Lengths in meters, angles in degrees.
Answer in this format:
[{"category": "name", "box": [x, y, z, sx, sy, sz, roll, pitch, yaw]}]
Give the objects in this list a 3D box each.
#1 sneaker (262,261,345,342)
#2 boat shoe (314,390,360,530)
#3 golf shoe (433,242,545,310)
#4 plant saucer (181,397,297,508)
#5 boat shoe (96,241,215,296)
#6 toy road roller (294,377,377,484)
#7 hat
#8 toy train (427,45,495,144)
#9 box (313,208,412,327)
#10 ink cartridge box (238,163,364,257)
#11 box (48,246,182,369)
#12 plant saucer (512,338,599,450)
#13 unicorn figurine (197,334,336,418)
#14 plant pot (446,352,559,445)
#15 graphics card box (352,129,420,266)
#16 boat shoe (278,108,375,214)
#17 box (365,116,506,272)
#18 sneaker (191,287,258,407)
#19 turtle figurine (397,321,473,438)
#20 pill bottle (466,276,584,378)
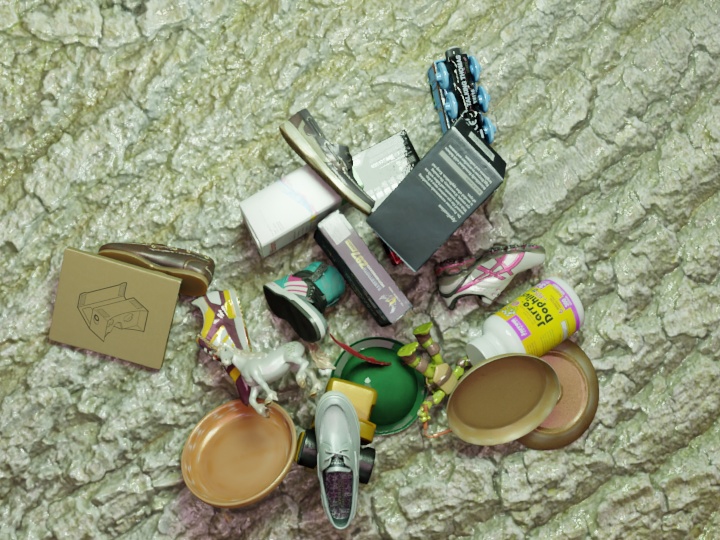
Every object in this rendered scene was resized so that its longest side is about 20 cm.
[{"category": "sneaker", "box": [-0.072, 0.048, 1.579, 0.119, 0.199, 0.085, -26, 118, -19]}, {"category": "boat shoe", "box": [-0.030, 0.285, 1.421, 0.068, 0.072, 0.206, -4, 98, -2]}, {"category": "golf shoe", "box": [0.229, 0.008, 1.659, 0.196, 0.073, 0.094, -15, 92, 4]}, {"category": "plant saucer", "box": [-0.195, 0.301, 1.562, 0.195, 0.038, 0.203, -9, 46, 9]}, {"category": "boat shoe", "box": [-0.344, -0.011, 1.613, 0.196, 0.071, 0.071, 16, 46, -5]}, {"category": "toy road roller", "box": [-0.032, 0.260, 1.551, 0.120, 0.200, 0.149, 16, 75, -4]}, {"category": "hat", "box": [0.027, 0.189, 1.567, 0.195, 0.176, 0.170, 9, 84, -4]}, {"category": "toy train", "box": [0.175, -0.281, 1.654, 0.085, 0.114, 0.205, -12, 86, -9]}, {"category": "box", "box": [0.000, 0.000, 1.592, 0.051, 0.158, 0.201, -37, 90, -6]}, {"category": "ink cartridge box", "box": [-0.100, -0.113, 1.599, 0.197, 0.145, 0.085, -31, 87, -7]}, {"category": "box", "box": [-0.408, 0.065, 1.589, 0.196, 0.021, 0.167, 16, 107, -4]}, {"category": "plant saucer", "box": [0.326, 0.211, 1.665, 0.195, 0.035, 0.205, 0, 85, -5]}, {"category": "unicorn figurine", "box": [-0.149, 0.158, 1.530, 0.196, 0.075, 0.139, -11, 50, -22]}, {"category": "plant pot", "box": [0.233, 0.208, 1.581, 0.195, 0.028, 0.203, -8, 128, -9]}, {"category": "graphics card box", "box": [0.066, -0.126, 1.663, 0.124, 0.051, 0.203, -28, 89, -6]}, {"category": "boat shoe", "box": [-0.043, -0.174, 1.502, 0.065, 0.072, 0.200, -45, 82, -3]}, {"category": "box", "box": [0.125, -0.125, 1.516, 0.117, 0.197, 0.200, 44, 107, -2]}, {"category": "sneaker", "box": [-0.227, 0.135, 1.604, 0.088, 0.075, 0.204, -13, 77, -6]}, {"category": "turtle figurine", "box": [0.140, 0.170, 1.633, 0.200, 0.064, 0.162, -43, 108, -20]}, {"category": "pill bottle", "box": [0.277, 0.103, 1.620, 0.198, 0.104, 0.105, -32, 88, -18]}]
